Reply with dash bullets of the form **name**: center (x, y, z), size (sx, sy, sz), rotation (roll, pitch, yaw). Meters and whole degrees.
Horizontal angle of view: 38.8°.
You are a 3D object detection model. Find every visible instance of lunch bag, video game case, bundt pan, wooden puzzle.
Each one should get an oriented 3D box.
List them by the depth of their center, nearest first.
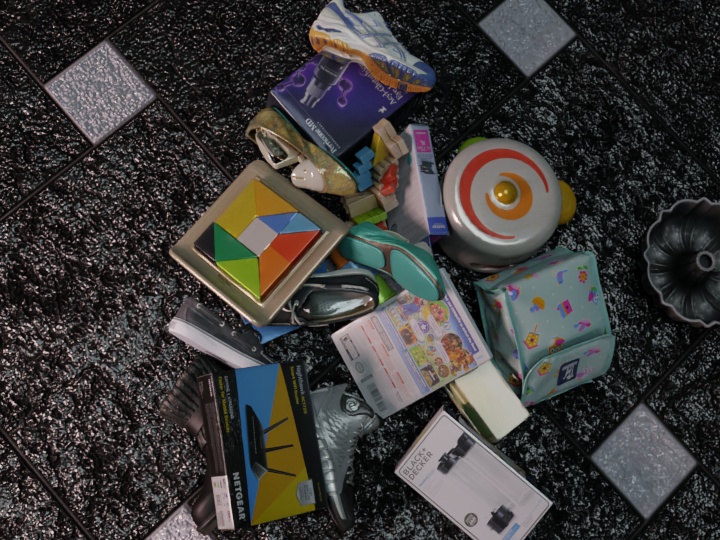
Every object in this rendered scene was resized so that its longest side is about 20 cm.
- **wooden puzzle**: center (-0.142, -0.045, 1.431), size (0.184, 0.037, 0.200), rotation (37, 71, 18)
- **video game case**: center (0.070, 0.107, 1.452), size (0.199, 0.018, 0.144), rotation (-32, 84, 22)
- **lunch bag**: center (0.274, 0.089, 1.493), size (0.168, 0.122, 0.203), rotation (-20, 102, -19)
- **bundt pan**: center (0.518, -0.004, 1.578), size (0.199, 0.076, 0.205), rotation (2, 74, -8)

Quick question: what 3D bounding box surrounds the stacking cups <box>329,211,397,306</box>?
- **stacking cups**: center (0.000, 0.000, 1.510), size (0.060, 0.061, 0.201), rotation (-32, 83, -15)

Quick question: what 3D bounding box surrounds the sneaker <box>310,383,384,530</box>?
- **sneaker**: center (-0.012, 0.252, 1.435), size (0.114, 0.075, 0.202), rotation (-16, 77, -11)

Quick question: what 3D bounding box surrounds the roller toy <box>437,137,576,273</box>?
- **roller toy**: center (0.203, -0.095, 1.525), size (0.199, 0.140, 0.183), rotation (38, 74, 3)

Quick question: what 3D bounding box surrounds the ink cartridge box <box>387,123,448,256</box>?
- **ink cartridge box**: center (0.078, -0.100, 1.518), size (0.041, 0.119, 0.203), rotation (0, 74, -25)

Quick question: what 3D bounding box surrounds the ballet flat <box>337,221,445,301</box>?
- **ballet flat**: center (0.056, -0.023, 1.426), size (0.199, 0.068, 0.070), rotation (27, 49, 37)

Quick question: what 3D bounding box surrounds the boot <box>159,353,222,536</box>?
- **boot**: center (-0.216, 0.238, 1.406), size (0.157, 0.079, 0.213), rotation (32, 63, -6)

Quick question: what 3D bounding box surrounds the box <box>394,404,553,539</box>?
- **box**: center (0.157, 0.299, 1.437), size (0.199, 0.060, 0.117), rotation (41, 95, 4)

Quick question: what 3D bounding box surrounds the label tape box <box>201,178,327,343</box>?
- **label tape box**: center (-0.129, -0.013, 1.496), size (0.143, 0.063, 0.202), rotation (-23, 79, -13)

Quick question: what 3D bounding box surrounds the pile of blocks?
- **pile of blocks**: center (0.021, -0.117, 1.495), size (0.081, 0.062, 0.203), rotation (-1, 111, -23)

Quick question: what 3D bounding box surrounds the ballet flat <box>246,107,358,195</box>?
- **ballet flat**: center (-0.090, -0.159, 1.472), size (0.071, 0.071, 0.200), rotation (-42, 68, -16)

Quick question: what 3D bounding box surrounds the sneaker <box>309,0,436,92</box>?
- **sneaker**: center (0.028, -0.333, 1.488), size (0.198, 0.075, 0.089), rotation (26, 73, -1)

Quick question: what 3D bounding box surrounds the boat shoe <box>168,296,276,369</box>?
- **boat shoe**: center (-0.173, 0.101, 1.434), size (0.199, 0.070, 0.067), rotation (31, 74, -19)

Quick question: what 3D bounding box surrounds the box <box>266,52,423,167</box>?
- **box**: center (-0.024, -0.255, 1.554), size (0.200, 0.104, 0.148), rotation (-41, 85, -16)

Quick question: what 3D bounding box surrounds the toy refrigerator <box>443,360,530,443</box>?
- **toy refrigerator**: center (0.152, 0.153, 1.486), size (0.070, 0.076, 0.201), rotation (-34, 83, -15)

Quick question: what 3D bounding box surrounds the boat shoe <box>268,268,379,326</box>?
- **boat shoe**: center (-0.071, 0.044, 1.436), size (0.197, 0.061, 0.076), rotation (-15, 121, 2)

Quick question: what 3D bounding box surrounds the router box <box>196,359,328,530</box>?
- **router box**: center (-0.130, 0.229, 1.361), size (0.148, 0.051, 0.203), rotation (-5, 82, -36)
